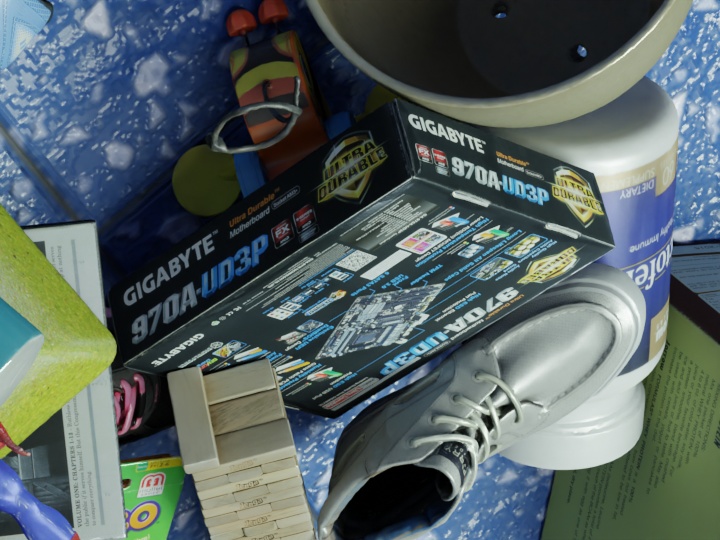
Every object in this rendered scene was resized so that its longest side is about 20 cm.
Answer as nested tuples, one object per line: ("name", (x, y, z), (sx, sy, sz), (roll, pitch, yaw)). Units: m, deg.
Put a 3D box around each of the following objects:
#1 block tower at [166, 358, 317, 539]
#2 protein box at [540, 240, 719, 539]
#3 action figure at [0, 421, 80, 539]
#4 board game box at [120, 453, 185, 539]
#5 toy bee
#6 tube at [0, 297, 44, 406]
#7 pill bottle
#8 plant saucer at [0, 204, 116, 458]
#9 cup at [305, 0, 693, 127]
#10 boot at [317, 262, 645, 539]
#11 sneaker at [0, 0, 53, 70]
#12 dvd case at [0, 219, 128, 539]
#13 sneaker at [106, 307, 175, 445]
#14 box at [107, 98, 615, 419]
("block tower", (-0.054, 0.117, 1.378), (0.057, 0.054, 0.200), (-15, 149, -1))
("protein box", (0.224, 0.115, 1.507), (0.134, 0.200, 0.200), (-4, 118, -29))
("action figure", (-0.179, 0.087, 1.165), (0.065, 0.052, 0.200), (-42, 92, -2))
("board game box", (-0.154, 0.165, 1.386), (0.095, 0.030, 0.201), (-7, 138, -28))
("toy bee", (-0.027, -0.076, 1.321), (0.130, 0.109, 0.200), (-8, 152, -12))
("tube", (-0.226, -0.014, 1.136), (0.200, 0.050, 0.078), (39, 97, 5))
("pill bottle", (0.108, -0.001, 1.427), (0.115, 0.116, 0.201), (-15, 124, -23))
("plant saucer", (-0.245, 0.026, 1.204), (0.200, 0.048, 0.200), (-41, 94, -5))
("cup", (0.082, -0.150, 1.298), (0.200, 0.200, 0.143), (-46, 157, 0))
("boot", (0.061, 0.079, 1.359), (0.074, 0.096, 0.200), (44, 119, -14))
("sneaker", (-0.192, -0.172, 1.186), (0.089, 0.078, 0.201), (-39, 136, -20))
("dvd case", (-0.214, 0.061, 1.244), (0.199, 0.025, 0.151), (-6, 91, -7))
("sneaker", (-0.148, 0.070, 1.326), (0.199, 0.095, 0.079), (-8, 117, -28))
("box", (0.000, 0.000, 1.309), (0.200, 0.046, 0.159), (-33, 148, 32))
